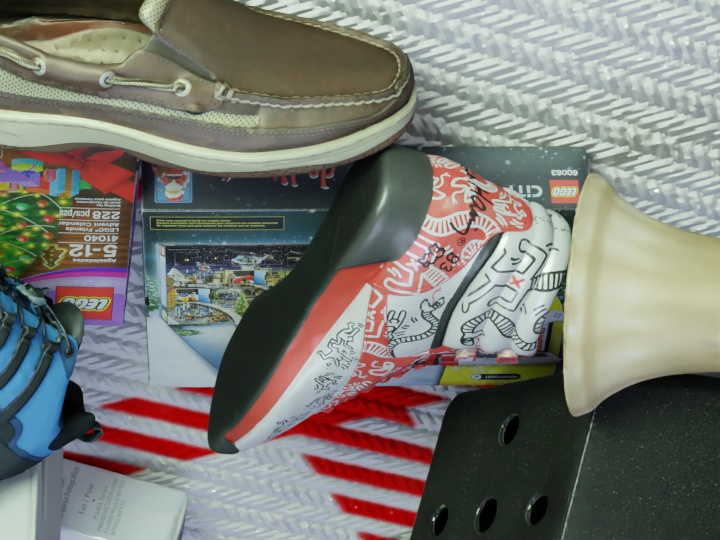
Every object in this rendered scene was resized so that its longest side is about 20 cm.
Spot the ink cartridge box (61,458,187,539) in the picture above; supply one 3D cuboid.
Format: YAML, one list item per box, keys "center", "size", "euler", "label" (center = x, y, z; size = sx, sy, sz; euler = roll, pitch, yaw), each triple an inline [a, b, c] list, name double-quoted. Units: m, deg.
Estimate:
- center: [-0.199, 0.151, 1.376]
  size: [0.199, 0.047, 0.160]
  euler: [17, 142, 2]
  label: "ink cartridge box"

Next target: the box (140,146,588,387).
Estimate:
- center: [0.000, 0.000, 1.179]
  size: [0.199, 0.038, 0.137]
  euler: [0, 142, -3]
  label: "box"

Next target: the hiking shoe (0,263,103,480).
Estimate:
- center: [-0.167, 0.019, 1.119]
  size: [0.086, 0.075, 0.200]
  euler: [-22, 145, -15]
  label: "hiking shoe"

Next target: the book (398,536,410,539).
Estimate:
- center: [0.117, 0.194, 1.437]
  size: [0.133, 0.048, 0.200]
  euler: [-24, 139, 22]
  label: "book"

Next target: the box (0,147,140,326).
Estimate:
- center: [-0.197, -0.033, 1.122]
  size: [0.199, 0.039, 0.137]
  euler: [3, 143, -7]
  label: "box"

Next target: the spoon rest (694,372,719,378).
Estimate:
- center: [0.203, 0.032, 1.215]
  size: [0.199, 0.061, 0.099]
  euler: [14, 137, -20]
  label: "spoon rest"

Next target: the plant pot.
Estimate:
- center: [0.129, 0.143, 1.208]
  size: [0.177, 0.201, 0.199]
  euler: [26, 160, -25]
  label: "plant pot"

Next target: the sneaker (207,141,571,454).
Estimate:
- center: [0.014, 0.031, 1.131]
  size: [0.107, 0.067, 0.202]
  euler: [18, 135, -19]
  label: "sneaker"

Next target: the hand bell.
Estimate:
- center: [0.191, 0.017, 1.080]
  size: [0.199, 0.105, 0.104]
  euler: [4, 144, 12]
  label: "hand bell"

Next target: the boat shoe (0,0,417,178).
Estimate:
- center: [-0.076, -0.086, 1.036]
  size: [0.201, 0.075, 0.075]
  euler: [0, 136, -4]
  label: "boat shoe"

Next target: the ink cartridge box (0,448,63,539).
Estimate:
- center: [-0.245, 0.120, 1.231]
  size: [0.199, 0.146, 0.083]
  euler: [-4, 144, 2]
  label: "ink cartridge box"
